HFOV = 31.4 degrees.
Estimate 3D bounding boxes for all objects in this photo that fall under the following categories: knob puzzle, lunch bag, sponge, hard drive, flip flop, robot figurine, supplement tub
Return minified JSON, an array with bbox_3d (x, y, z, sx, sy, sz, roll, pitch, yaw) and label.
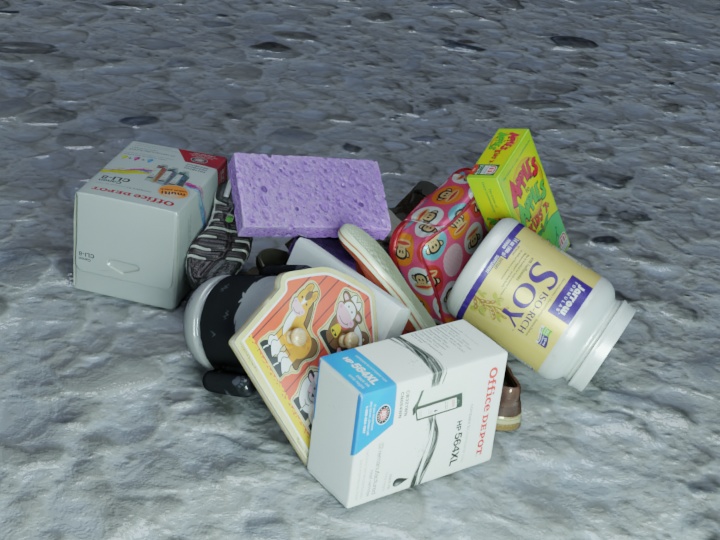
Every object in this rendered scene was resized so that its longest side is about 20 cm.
[{"bbox_3d":[-0.035,0.084,1.401,0.030,0.220,0.219,-5,13,43],"label":"knob puzzle"},{"bbox_3d":[0.134,-0.022,1.700,0.082,0.176,0.200,12,43,41],"label":"lunch bag"},{"bbox_3d":[0.000,0.000,1.689,0.112,0.030,0.200,40,20,27],"label":"sponge"},{"bbox_3d":[-0.035,0.061,1.547,0.027,0.132,0.200,12,16,-46],"label":"hard drive"},{"bbox_3d":[-0.050,0.005,1.728,0.200,0.058,0.081,23,31,28],"label":"flip flop"},{"bbox_3d":[-0.114,0.067,1.491,0.200,0.125,0.150,2,15,38],"label":"robot figurine"},{"bbox_3d":[-0.064,-0.094,1.639,0.200,0.030,0.112,1,57,-22],"label":"sponge"},{"bbox_3d":[0.223,0.044,1.585,0.200,0.146,0.145,34,33,10],"label":"supplement tub"}]

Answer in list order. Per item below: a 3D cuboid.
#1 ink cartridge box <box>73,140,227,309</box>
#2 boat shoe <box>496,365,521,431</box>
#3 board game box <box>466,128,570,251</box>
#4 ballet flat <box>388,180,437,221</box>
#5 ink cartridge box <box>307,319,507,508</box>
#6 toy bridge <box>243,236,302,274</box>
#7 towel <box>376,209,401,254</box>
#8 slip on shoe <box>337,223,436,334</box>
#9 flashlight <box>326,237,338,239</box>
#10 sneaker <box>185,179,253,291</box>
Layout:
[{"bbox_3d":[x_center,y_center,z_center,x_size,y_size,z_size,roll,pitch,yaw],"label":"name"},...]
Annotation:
[{"bbox_3d":[-0.279,-0.064,1.713,0.145,0.145,0.200,11,28,8],"label":"ink cartridge box"},{"bbox_3d":[0.149,0.113,1.549,0.072,0.072,0.200,1,27,-13],"label":"boat shoe"},{"bbox_3d":[0.210,-0.076,1.682,0.048,0.200,0.102,5,46,36],"label":"board game box"},{"bbox_3d":[0.066,-0.077,1.942,0.067,0.046,0.200,35,38,6],"label":"ballet flat"},{"bbox_3d":[0.052,0.150,1.372,0.200,0.146,0.084,-13,32,-33],"label":"ink cartridge box"},{"bbox_3d":[-0.127,0.028,1.649,0.200,0.067,0.027,-38,6,-34],"label":"toy bridge"},{"bbox_3d":[0.011,-0.067,1.779,0.133,0.035,0.200,44,16,29],"label":"towel"},{"bbox_3d":[0.028,0.031,1.577,0.061,0.200,0.074,-31,16,14],"label":"slip on shoe"},{"bbox_3d":[-0.081,-0.064,1.758,0.068,0.068,0.200,11,-9,23],"label":"flashlight"},{"bbox_3d":[-0.177,-0.018,1.708,0.075,0.116,0.200,12,49,7],"label":"sneaker"}]
